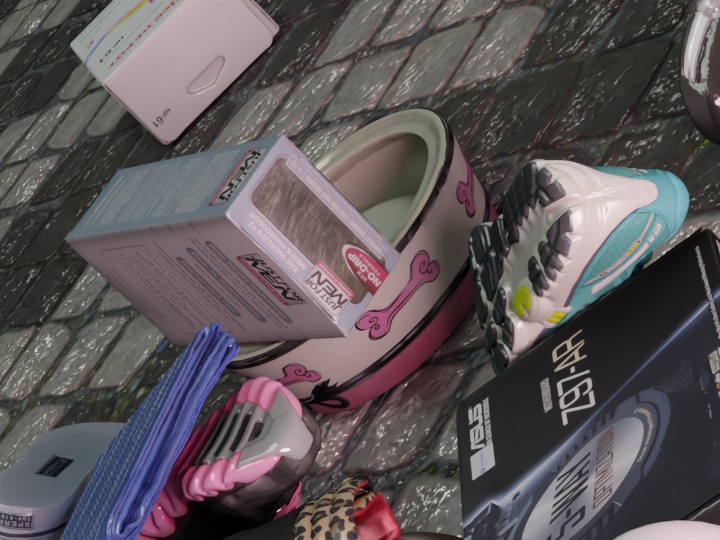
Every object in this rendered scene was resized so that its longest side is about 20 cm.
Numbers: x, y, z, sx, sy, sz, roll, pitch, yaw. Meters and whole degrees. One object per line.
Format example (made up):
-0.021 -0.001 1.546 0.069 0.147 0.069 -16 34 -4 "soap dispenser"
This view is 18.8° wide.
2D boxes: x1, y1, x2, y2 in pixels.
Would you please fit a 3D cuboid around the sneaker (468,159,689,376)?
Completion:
0.105 0.001 1.091 0.200 0.079 0.078 127 134 -67 "sneaker"

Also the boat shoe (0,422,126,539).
-0.177 0.155 1.345 0.202 0.074 0.086 -43 -40 -72 "boat shoe"

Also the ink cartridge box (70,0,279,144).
-0.168 -0.207 1.933 0.145 0.085 0.200 -46 23 0 "ink cartridge box"

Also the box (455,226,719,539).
0.119 0.086 0.981 0.160 0.044 0.200 -37 24 20 "box"

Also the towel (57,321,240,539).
-0.130 0.123 1.175 0.200 0.024 0.145 -48 14 54 "towel"

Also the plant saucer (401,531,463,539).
-0.016 0.201 1.045 0.200 0.032 0.200 -38 22 19 "plant saucer"

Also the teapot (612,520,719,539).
0.055 0.198 0.772 0.197 0.146 0.200 -15 36 51 "teapot"

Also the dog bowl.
0.000 0.000 1.300 0.200 0.074 0.200 -37 25 20 "dog bowl"

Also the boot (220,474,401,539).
-0.051 0.152 1.042 0.150 0.073 0.200 -24 -4 9 "boot"

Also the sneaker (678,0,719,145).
0.250 -0.149 1.114 0.200 0.075 0.115 -54 26 -21 "sneaker"

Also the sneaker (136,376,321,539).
-0.057 0.123 1.151 0.079 0.095 0.200 -56 10 -29 "sneaker"

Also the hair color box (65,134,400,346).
-0.076 -0.013 1.228 0.061 0.099 0.200 -55 24 -22 "hair color box"
